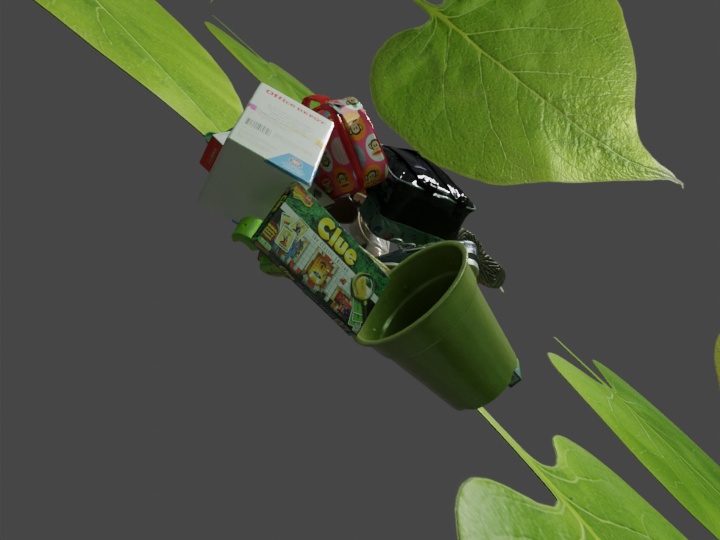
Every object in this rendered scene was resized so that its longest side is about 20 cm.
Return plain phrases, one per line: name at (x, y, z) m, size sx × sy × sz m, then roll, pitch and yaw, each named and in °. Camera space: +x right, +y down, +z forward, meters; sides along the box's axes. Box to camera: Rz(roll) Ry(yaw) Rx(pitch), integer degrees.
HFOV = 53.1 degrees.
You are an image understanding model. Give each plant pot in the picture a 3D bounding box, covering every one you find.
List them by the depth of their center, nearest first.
plant pot at (0.122, 0.095, 1.024) m, size 0.190 × 0.200 × 0.200 m, roll 49°, pitch 10°, yaw -19°

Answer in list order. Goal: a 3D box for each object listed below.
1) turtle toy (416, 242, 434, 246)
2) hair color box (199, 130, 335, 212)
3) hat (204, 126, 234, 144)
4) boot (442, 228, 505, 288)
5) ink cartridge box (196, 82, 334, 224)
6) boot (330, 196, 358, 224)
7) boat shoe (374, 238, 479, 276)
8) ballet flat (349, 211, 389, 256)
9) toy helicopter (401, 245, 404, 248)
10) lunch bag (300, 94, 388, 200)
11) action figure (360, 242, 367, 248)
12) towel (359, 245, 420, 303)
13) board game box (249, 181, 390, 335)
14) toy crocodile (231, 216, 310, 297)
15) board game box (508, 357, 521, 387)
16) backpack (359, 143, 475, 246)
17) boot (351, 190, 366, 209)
turtle toy at (0.131, 0.049, 1.197) m, size 0.146 × 0.101 × 0.201 m, roll 100°, pitch -11°, yaw -69°
hair color box at (-0.152, -0.144, 1.180) m, size 0.200 × 0.064 × 0.111 m, roll 43°, pitch 34°, yaw 13°
hat at (-0.170, -0.270, 1.347) m, size 0.165 × 0.176 × 0.200 m, roll 38°, pitch 13°, yaw -8°
boot at (0.176, -0.022, 1.466) m, size 0.175 × 0.066 × 0.200 m, roll 44°, pitch -17°, yaw -26°
ink cartridge box at (-0.132, -0.166, 1.058) m, size 0.128 × 0.125 × 0.200 m, roll 29°, pitch 38°, yaw -11°
boot at (-0.053, -0.128, 1.406) m, size 0.200 × 0.070 × 0.146 m, roll 38°, pitch 2°, yaw 30°
boat shoe at (0.085, -0.012, 1.134) m, size 0.075 × 0.199 × 0.062 m, roll 64°, pitch 22°, yaw -50°
ballet flat at (0.021, -0.062, 1.419) m, size 0.069 × 0.070 × 0.200 m, roll 33°, pitch 15°, yaw -28°
toy helicopter at (0.115, 0.016, 1.336) m, size 0.132 × 0.079 × 0.200 m, roll 22°, pitch 24°, yaw 7°
lunch bag at (-0.051, -0.209, 1.203) m, size 0.200 × 0.082 × 0.177 m, roll -9°, pitch -74°, yaw 58°
action figure at (-0.078, -0.078, 1.267) m, size 0.200 × 0.055 × 0.118 m, roll 32°, pitch 18°, yaw -15°
towel at (-0.007, 0.009, 1.111) m, size 0.200 × 0.086 × 0.018 m, roll 38°, pitch 29°, yaw -8°
board game box at (-0.049, -0.013, 0.971) m, size 0.200 × 0.105 × 0.023 m, roll 45°, pitch -31°, yaw -26°
toy crocodile at (-0.090, -0.009, 1.001) m, size 0.200 × 0.062 × 0.068 m, roll 32°, pitch 57°, yaw -35°
board game box at (0.244, 0.126, 1.427) m, size 0.200 × 0.029 × 0.135 m, roll 52°, pitch 14°, yaw -1°
backpack at (0.084, -0.132, 1.273) m, size 0.177 × 0.151 × 0.200 m, roll 16°, pitch 31°, yaw -31°
boot at (0.008, -0.176, 1.437) m, size 0.200 × 0.107 × 0.075 m, roll 36°, pitch -10°, yaw 39°
